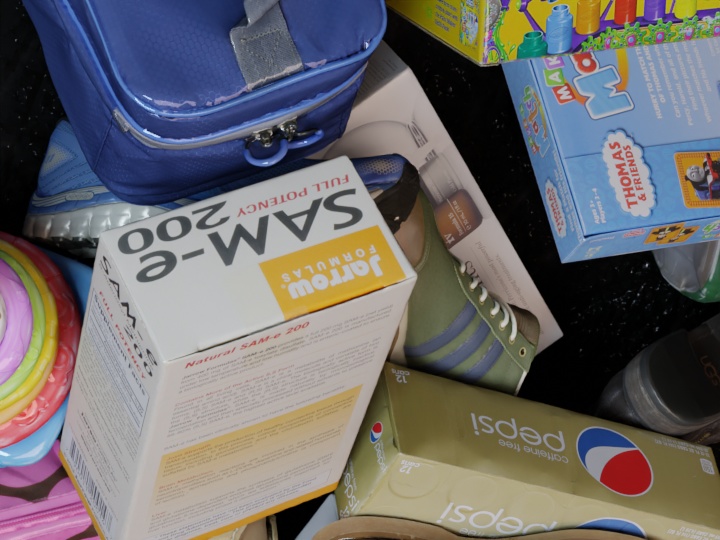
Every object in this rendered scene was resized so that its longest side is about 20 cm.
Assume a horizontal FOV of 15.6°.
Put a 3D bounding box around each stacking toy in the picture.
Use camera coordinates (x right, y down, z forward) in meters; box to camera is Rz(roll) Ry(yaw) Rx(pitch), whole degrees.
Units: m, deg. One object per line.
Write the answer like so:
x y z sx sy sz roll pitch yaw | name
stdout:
-0.179 0.024 1.179 0.116 0.200 0.110 21 81 -4 | stacking toy

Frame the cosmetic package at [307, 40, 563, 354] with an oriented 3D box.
0.000 0.000 1.390 0.150 0.052 0.200 -35 125 -3 | cosmetic package

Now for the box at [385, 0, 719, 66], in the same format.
0.122 -0.216 1.268 0.199 0.122 0.194 -8 115 -25 | box

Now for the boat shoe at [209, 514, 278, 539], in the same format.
-0.071 0.157 1.372 0.066 0.074 0.200 37 120 9 | boat shoe

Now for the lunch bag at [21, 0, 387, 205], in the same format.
-0.076 -0.132 1.181 0.135 0.201 0.132 -21 164 -16 | lunch bag

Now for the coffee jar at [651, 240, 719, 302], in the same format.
0.265 -0.042 1.472 0.199 0.085 0.105 -5 117 -23 | coffee jar

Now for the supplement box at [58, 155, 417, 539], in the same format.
-0.062 0.046 1.210 0.125 0.074 0.200 -18 153 -24 | supplement box

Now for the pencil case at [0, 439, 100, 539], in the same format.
-0.198 0.129 1.330 0.199 0.094 0.091 -16 81 -22 | pencil case

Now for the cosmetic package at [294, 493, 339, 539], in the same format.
0.043 0.220 1.430 0.199 0.123 0.200 2 145 -27 | cosmetic package

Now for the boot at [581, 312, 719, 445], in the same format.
0.150 0.090 1.470 0.199 0.070 0.174 -4 154 -47 | boot

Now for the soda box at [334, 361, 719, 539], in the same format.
0.087 0.111 1.337 0.199 0.064 0.068 15 130 -24 | soda box

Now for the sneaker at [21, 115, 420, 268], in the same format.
-0.069 -0.051 1.269 0.079 0.199 0.090 37 55 -69 | sneaker

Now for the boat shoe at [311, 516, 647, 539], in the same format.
0.071 0.170 1.299 0.199 0.071 0.071 3 134 -15 | boat shoe

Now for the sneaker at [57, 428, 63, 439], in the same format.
-0.190 0.048 1.306 0.199 0.078 0.071 -3 116 -24 | sneaker

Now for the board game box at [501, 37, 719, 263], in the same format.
0.178 -0.091 1.378 0.199 0.152 0.037 -7 160 -22 | board game box

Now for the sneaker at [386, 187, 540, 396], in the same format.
0.048 0.027 1.355 0.089 0.067 0.201 -15 128 -14 | sneaker
